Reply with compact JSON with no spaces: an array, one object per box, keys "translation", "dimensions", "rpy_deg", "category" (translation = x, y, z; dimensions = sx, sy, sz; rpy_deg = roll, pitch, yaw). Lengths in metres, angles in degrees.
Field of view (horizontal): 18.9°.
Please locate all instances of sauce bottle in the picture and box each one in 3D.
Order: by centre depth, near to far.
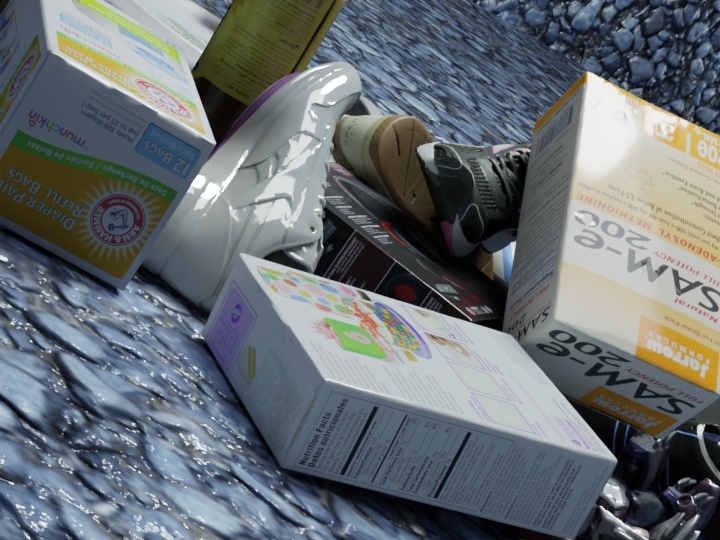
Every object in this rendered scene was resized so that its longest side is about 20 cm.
[{"translation":[-0.076,-0.123,1.386],"dimensions":[0.065,0.201,0.065],"rpy_deg":[31,11,-7],"category":"sauce bottle"}]

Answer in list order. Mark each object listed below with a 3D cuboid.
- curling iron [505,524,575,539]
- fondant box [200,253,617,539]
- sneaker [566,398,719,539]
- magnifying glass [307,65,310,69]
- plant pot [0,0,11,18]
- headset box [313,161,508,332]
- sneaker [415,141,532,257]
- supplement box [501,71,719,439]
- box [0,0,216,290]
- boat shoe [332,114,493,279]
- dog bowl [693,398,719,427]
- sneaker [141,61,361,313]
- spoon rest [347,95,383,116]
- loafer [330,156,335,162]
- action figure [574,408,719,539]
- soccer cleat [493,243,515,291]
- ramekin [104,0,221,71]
[{"translation":[0.090,0.139,1.243],"dimensions":[0.200,0.026,0.049],"rpy_deg":[43,12,33],"category":"curling iron"},{"translation":[0.026,0.070,1.207],"dimensions":[0.199,0.058,0.144],"rpy_deg":[18,19,-31],"category":"fondant box"},{"translation":[0.203,0.123,1.473],"dimensions":[0.200,0.078,0.070],"rpy_deg":[40,13,21],"category":"sneaker"},{"translation":[-0.034,-0.128,1.574],"dimensions":[0.201,0.022,0.080],"rpy_deg":[56,1,-12],"category":"magnifying glass"},{"translation":[-0.256,-0.226,1.378],"dimensions":[0.174,0.200,0.200],"rpy_deg":[44,10,-15],"category":"plant pot"},{"translation":[0.000,0.000,1.414],"dimensions":[0.200,0.075,0.149],"rpy_deg":[38,13,17],"category":"headset box"},{"translation":[0.099,-0.061,1.464],"dimensions":[0.081,0.086,0.200],"rpy_deg":[69,16,3],"category":"sneaker"},{"translation":[0.168,-0.011,1.377],"dimensions":[0.125,0.074,0.201],"rpy_deg":[23,54,-17],"category":"supplement box"},{"translation":[-0.165,-0.088,1.258],"dimensions":[0.112,0.102,0.200],"rpy_deg":[29,14,-19],"category":"box"},{"translation":[0.039,-0.037,1.552],"dimensions":[0.062,0.073,0.201],"rpy_deg":[14,-38,40],"category":"boat shoe"},{"translation":[0.233,0.049,1.542],"dimensions":[0.200,0.201,0.079],"rpy_deg":[38,15,18],"category":"dog bowl"},{"translation":[-0.051,-0.046,1.312],"dimensions":[0.100,0.200,0.075],"rpy_deg":[41,-32,0],"category":"sneaker"},{"translation":[-0.028,-0.099,1.720],"dimensions":[0.060,0.100,0.200],"rpy_deg":[0,12,-22],"category":"spoon rest"},{"translation":[-0.055,-0.104,1.661],"dimensions":[0.070,0.068,0.201],"rpy_deg":[4,25,-34],"category":"loafer"},{"translation":[0.159,0.136,1.344],"dimensions":[0.130,0.069,0.200],"rpy_deg":[45,18,21],"category":"action figure"},{"translation":[0.091,-0.017,1.647],"dimensions":[0.200,0.070,0.086],"rpy_deg":[54,34,0],"category":"soccer cleat"},{"translation":[-0.135,-0.131,1.511],"dimensions":[0.202,0.094,0.202],"rpy_deg":[34,12,-8],"category":"ramekin"}]
